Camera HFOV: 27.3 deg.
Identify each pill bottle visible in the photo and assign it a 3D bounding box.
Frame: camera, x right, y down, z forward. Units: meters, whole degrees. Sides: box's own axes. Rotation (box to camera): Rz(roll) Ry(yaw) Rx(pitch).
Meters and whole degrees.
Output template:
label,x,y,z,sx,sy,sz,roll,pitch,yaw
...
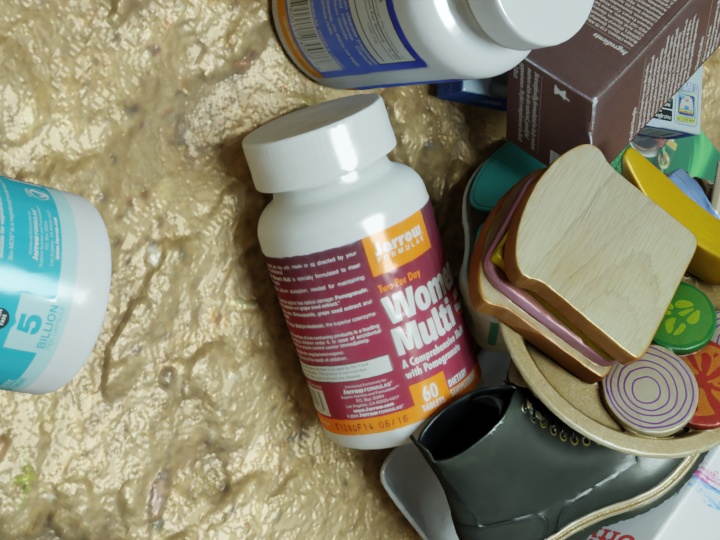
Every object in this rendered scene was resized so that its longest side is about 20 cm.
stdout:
label,x,y,z,sx,sy,sz,roll,pitch,yaw
pill bottle,0.000,0.000,0.922,0.109,0.109,0.201,-28,108,-32
pill bottle,-0.235,-0.004,0.746,0.199,0.110,0.112,13,84,-36
pill bottle,0.044,-0.169,0.891,0.112,0.199,0.113,-2,93,-37

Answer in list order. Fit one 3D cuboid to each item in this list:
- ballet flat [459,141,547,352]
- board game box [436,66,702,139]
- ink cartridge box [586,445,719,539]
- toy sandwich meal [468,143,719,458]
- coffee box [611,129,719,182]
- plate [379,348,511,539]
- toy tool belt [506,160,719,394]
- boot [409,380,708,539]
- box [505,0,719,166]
label,x,y,z,sx,sy,sz,roll,pitch,yaw
ballet flat,0.098,-0.017,0.999,0.070,0.069,0.200,57,28,-24
board game box,0.154,-0.205,1.043,0.199,0.043,0.201,7,85,-26
ink cartridge box,0.204,0.145,1.019,0.200,0.144,0.084,-49,118,-24
toy sandwich meal,0.167,0.012,0.886,0.204,0.070,0.206,7,62,-14
coffee box,0.239,-0.043,1.139,0.200,0.044,0.123,45,67,-29
plate,0.113,0.141,1.061,0.200,0.032,0.200,-47,118,-26
toy tool belt,0.180,0.004,1.004,0.200,0.125,0.123,-35,154,-20
boot,0.134,0.095,0.916,0.200,0.077,0.139,-39,132,-10
box,0.182,-0.159,0.966,0.200,0.075,0.100,-47,157,-21
